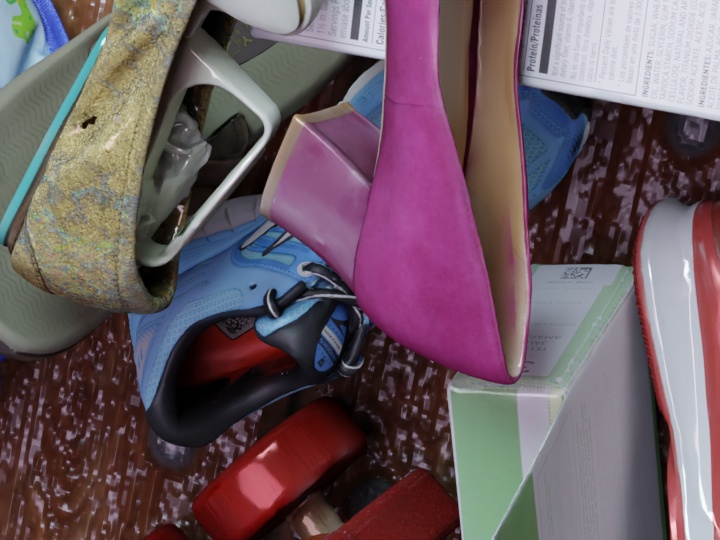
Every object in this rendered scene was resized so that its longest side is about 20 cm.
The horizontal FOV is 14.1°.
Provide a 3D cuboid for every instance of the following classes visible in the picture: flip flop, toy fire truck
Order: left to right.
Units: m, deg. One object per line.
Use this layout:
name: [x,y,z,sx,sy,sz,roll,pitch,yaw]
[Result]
flip flop: [-0.063,-0.052,0.970,0.081,0.200,0.058,53,154,-11]
toy fire truck: [-0.052,0.141,1.005,0.200,0.168,0.112,-40,84,23]

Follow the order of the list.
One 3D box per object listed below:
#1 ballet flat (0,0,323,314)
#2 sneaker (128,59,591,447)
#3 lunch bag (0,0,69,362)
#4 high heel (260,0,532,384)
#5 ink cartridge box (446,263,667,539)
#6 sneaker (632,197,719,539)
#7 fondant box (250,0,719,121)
ballet flat: [-0.047,-0.071,0.870,0.071,0.071,0.201,31,117,13]
sneaker: [0.000,0.000,0.990,0.078,0.090,0.200,38,121,-24]
lunch bag: [-0.186,-0.043,1.047,0.170,0.127,0.200,-39,76,23]
high heel: [0.044,-0.066,0.825,0.096,0.067,0.200,37,127,21]
ink cartridge box: [0.054,0.101,0.925,0.048,0.200,0.146,2,114,21]
sneaker: [0.163,0.066,0.956,0.115,0.078,0.201,-12,97,24]
fondant box: [0.085,-0.094,0.920,0.199,0.144,0.059,13,106,19]
